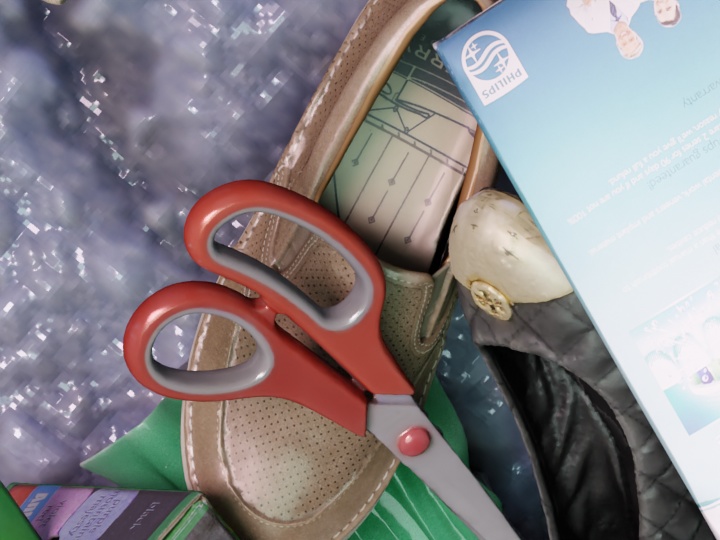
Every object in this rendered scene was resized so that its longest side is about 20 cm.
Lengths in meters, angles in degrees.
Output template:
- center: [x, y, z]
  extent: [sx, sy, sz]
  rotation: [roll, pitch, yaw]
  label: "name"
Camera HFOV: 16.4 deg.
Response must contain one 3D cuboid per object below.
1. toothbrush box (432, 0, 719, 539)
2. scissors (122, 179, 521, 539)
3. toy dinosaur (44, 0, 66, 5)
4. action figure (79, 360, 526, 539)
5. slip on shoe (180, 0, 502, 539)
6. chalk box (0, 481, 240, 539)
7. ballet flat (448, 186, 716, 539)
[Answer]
- center: [0.123, 0.004, 0.700]
  extent: [0.085, 0.146, 0.200]
  rotation: [-34, 79, 17]
  label: "toothbrush box"
- center: [0.014, 0.040, 0.747]
  extent: [0.200, 0.014, 0.073]
  rotation: [32, 104, -33]
  label: "scissors"
- center: [-0.113, -0.129, 0.766]
  extent: [0.101, 0.058, 0.200]
  rotation: [40, 103, 5]
  label: "toy dinosaur"
- center: [0.017, 0.099, 0.834]
  extent: [0.118, 0.055, 0.200]
  rotation: [-38, 100, 16]
  label: "action figure"
- center: [0.000, 0.000, 0.763]
  extent: [0.076, 0.061, 0.200]
  rotation: [25, 94, -5]
  label: "slip on shoe"
- center: [-0.085, 0.148, 0.789]
  extent: [0.124, 0.125, 0.200]
  rotation: [-5, 128, 54]
  label: "chalk box"
- center: [0.069, 0.061, 0.759]
  extent: [0.057, 0.066, 0.200]
  rotation: [-38, 123, -22]
  label: "ballet flat"
